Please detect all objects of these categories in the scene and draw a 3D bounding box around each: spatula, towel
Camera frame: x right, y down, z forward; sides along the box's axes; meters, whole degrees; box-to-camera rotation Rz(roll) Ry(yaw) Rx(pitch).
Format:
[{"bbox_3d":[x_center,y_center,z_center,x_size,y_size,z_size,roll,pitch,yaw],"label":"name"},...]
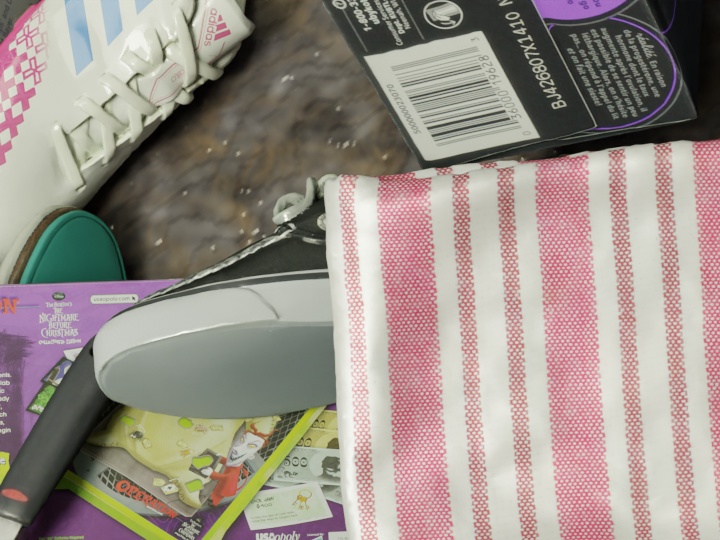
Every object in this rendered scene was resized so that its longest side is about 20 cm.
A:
[{"bbox_3d":[-0.127,0.102,0.837,0.056,0.021,0.200,17,64,21],"label":"spatula"},{"bbox_3d":[0.089,0.030,0.802,0.200,0.030,0.147,-5,84,2],"label":"towel"}]

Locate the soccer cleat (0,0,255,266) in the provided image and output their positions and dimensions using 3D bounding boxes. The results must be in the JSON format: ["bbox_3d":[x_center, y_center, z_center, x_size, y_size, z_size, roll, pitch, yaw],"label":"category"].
[{"bbox_3d":[-0.095,-0.085,0.968,0.086,0.070,0.200,22,81,34],"label":"soccer cleat"}]

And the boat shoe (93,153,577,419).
[{"bbox_3d":[0.000,-0.001,0.864,0.199,0.074,0.068,-14,60,-2],"label":"boat shoe"}]

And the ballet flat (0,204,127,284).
[{"bbox_3d":[-0.127,0.073,0.934,0.069,0.069,0.200,-14,66,21],"label":"ballet flat"}]

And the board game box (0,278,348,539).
[{"bbox_3d":[-0.090,0.062,0.885,0.200,0.032,0.120,-1,72,-4],"label":"board game box"}]

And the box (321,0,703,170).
[{"bbox_3d":[0.057,-0.152,0.856,0.106,0.122,0.200,-10,46,22],"label":"box"}]

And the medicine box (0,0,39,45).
[{"bbox_3d":[-0.260,-0.136,0.992,0.182,0.200,0.103,11,76,29],"label":"medicine box"}]
